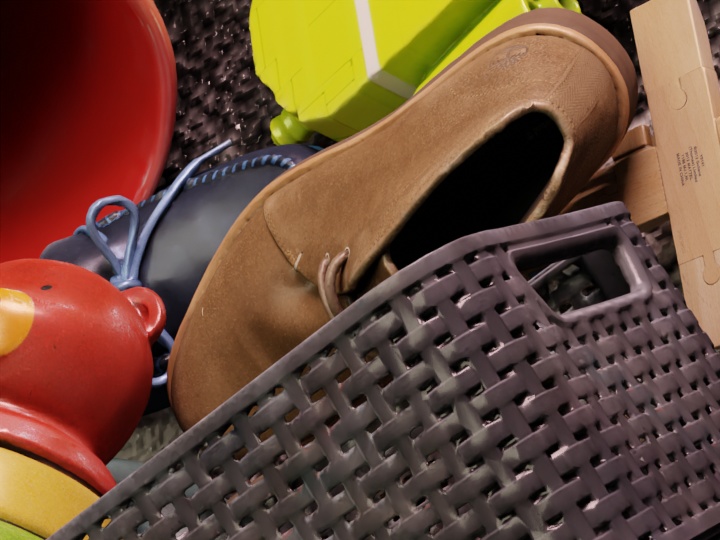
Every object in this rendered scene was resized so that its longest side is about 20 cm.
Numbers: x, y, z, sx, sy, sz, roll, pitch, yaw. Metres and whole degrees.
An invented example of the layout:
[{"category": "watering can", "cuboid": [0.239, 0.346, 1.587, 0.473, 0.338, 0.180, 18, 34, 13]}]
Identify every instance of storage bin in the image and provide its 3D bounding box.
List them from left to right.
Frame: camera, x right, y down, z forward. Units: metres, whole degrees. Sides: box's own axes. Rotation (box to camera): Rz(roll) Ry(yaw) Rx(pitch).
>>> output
[{"category": "storage bin", "cuboid": [0.002, 0.078, 0.671, 0.200, 0.135, 0.094, -38, 78, 27]}]

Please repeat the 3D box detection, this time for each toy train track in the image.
[{"category": "toy train track", "cuboid": [0.081, -0.016, 0.793, 0.199, 0.032, 0.116, -24, 65, 37]}]

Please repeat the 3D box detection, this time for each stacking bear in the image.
[{"category": "stacking bear", "cuboid": [-0.122, 0.087, 0.774, 0.121, 0.114, 0.201, 2, 60, 27]}]

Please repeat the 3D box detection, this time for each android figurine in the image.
[{"category": "android figurine", "cuboid": [0.027, -0.120, 0.853, 0.200, 0.041, 0.183, -43, 41, 32]}]

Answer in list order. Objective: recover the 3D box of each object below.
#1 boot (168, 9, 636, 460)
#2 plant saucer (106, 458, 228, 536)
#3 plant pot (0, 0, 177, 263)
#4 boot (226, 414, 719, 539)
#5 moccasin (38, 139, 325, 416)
[{"category": "boot", "cuboid": [0.000, 0.000, 0.774, 0.200, 0.074, 0.076, -43, 7, 29]}, {"category": "plant saucer", "cuboid": [-0.114, 0.144, 0.827, 0.198, 0.036, 0.201, -7, 57, 11]}, {"category": "plant pot", "cuboid": [-0.188, -0.092, 0.953, 0.201, 0.200, 0.178, -48, 39, 14]}, {"category": "boot", "cuboid": [0.038, 0.089, 0.760, 0.199, 0.073, 0.076, -11, 72, 33]}, {"category": "moccasin", "cuboid": [-0.086, 0.022, 0.881, 0.200, 0.068, 0.081, -36, 69, 28]}]
